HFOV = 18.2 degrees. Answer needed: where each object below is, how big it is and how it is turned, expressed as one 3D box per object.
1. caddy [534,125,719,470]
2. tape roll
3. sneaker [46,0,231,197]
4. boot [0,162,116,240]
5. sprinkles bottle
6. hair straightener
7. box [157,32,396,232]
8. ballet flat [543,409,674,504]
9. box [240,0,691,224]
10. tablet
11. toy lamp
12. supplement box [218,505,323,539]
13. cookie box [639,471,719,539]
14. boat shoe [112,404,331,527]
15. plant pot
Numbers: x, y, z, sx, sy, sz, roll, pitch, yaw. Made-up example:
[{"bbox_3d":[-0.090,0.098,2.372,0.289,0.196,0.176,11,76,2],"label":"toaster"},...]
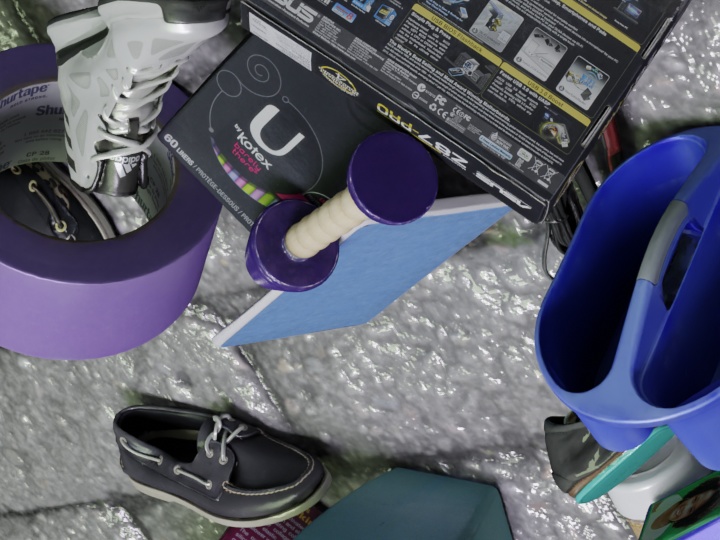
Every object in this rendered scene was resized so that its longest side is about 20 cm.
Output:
[{"bbox_3d":[0.181,0.012,1.246,0.141,0.201,0.105,7,148,35],"label":"caddy"},{"bbox_3d":[-0.192,-0.047,1.472,0.199,0.200,0.085,32,140,9],"label":"tape roll"},{"bbox_3d":[-0.125,-0.104,1.332,0.200,0.075,0.116,-6,90,63],"label":"sneaker"},{"bbox_3d":[-0.263,-0.020,1.588,0.073,0.154,0.204,-11,119,44],"label":"boot"},{"bbox_3d":[0.227,0.195,1.472,0.068,0.068,0.201,-7,122,42],"label":"sprinkles bottle"},{"bbox_3d":[0.120,-0.059,1.329,0.076,0.041,0.201,-15,131,7],"label":"hair straightener"},{"bbox_3d":[-0.012,-0.110,1.344,0.122,0.106,0.200,44,140,-6],"label":"box"},{"bbox_3d":[0.187,0.070,1.372,0.199,0.068,0.069,-35,71,27],"label":"ballet flat"},{"bbox_3d":[0.059,-0.146,1.209,0.199,0.162,0.049,33,168,6],"label":"box"},{"bbox_3d":[0.000,0.000,1.435,0.200,0.129,0.014,-40,65,50],"label":"tablet"},{"bbox_3d":[-0.019,-0.028,1.275,0.058,0.058,0.200,44,155,-5],"label":"toy lamp"},{"bbox_3d":[-0.081,0.276,1.686,0.131,0.200,0.103,37,143,3],"label":"supplement box"},{"bbox_3d":[0.293,0.178,1.344,0.199,0.075,0.171,-33,104,29],"label":"cookie box"},{"bbox_3d":[-0.110,0.140,1.685,0.199,0.073,0.063,6,134,40],"label":"boat shoe"},{"bbox_3d":[0.024,0.242,1.572,0.140,0.200,0.142,8,131,33],"label":"plant pot"}]
